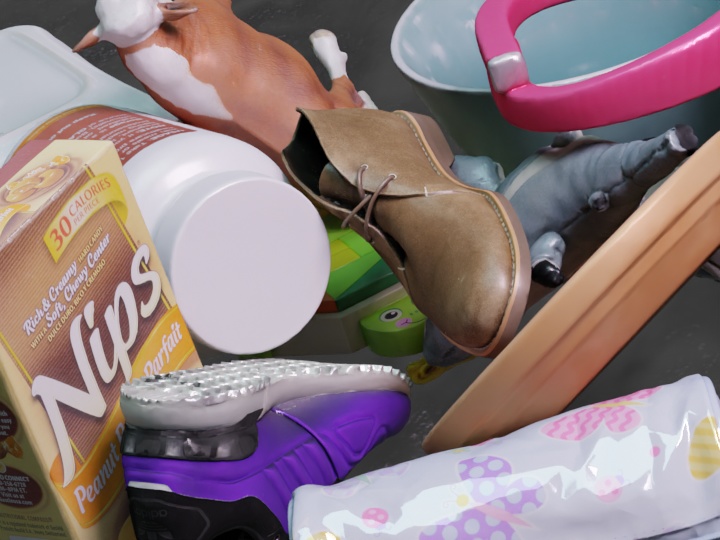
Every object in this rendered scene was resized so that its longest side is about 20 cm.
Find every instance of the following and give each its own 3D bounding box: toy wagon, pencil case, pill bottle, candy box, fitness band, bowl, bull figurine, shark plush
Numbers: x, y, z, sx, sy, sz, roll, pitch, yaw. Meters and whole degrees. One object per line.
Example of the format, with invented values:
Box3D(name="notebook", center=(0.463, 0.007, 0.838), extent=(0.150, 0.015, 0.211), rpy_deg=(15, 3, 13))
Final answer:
Box3D(name="toy wagon", center=(0.000, 0.000, 1.512), extent=(0.155, 0.040, 0.200), rpy_deg=(-27, 29, -14))
Box3D(name="pencil case", center=(0.068, 0.108, 1.233), extent=(0.200, 0.083, 0.091), rpy_deg=(-17, 15, 2))
Box3D(name="pill bottle", center=(-0.097, -0.017, 1.447), extent=(0.112, 0.112, 0.200), rpy_deg=(-30, 22, -20))
Box3D(name="candy box", center=(-0.128, 0.054, 1.323), extent=(0.055, 0.200, 0.115), rpy_deg=(2, 35, 35))
Box3D(name="fitness band", center=(0.128, -0.120, 1.410), extent=(0.144, 0.037, 0.200), rpy_deg=(-18, 20, 5))
Box3D(name="bowl", center=(0.125, -0.101, 1.546), extent=(0.201, 0.105, 0.201), rpy_deg=(-14, 29, 8))
Box3D(name="bull figurine", center=(-0.066, -0.104, 1.513), extent=(0.065, 0.200, 0.121), rpy_deg=(-41, 21, 23))
Box3D(name="shark plush", center=(0.101, -0.014, 1.366), extent=(0.200, 0.091, 0.083), rpy_deg=(-20, 32, 48))

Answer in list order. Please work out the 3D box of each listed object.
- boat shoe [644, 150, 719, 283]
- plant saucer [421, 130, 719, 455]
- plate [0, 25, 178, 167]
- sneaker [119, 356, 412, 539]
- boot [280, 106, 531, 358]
Box3D(name="boat shoe", center=(0.181, -0.022, 1.408), extent=(0.062, 0.075, 0.200), rpy_deg=(0, 0, -37))
Box3D(name="plant saucer", center=(0.108, 0.019, 1.316), extent=(0.200, 0.037, 0.200), rpy_deg=(-45, -5, -5))
Box3D(name="plate", center=(-0.227, -0.076, 1.619), extent=(0.199, 0.032, 0.200), rpy_deg=(-28, 29, -18))
Box3D(name="sneaker", center=(-0.045, 0.094, 1.336), extent=(0.070, 0.100, 0.200), rpy_deg=(3, 4, 33))
Box3D(name="boot", center=(0.018, -0.021, 1.365), extent=(0.075, 0.074, 0.200), rpy_deg=(13, 21, -27))
